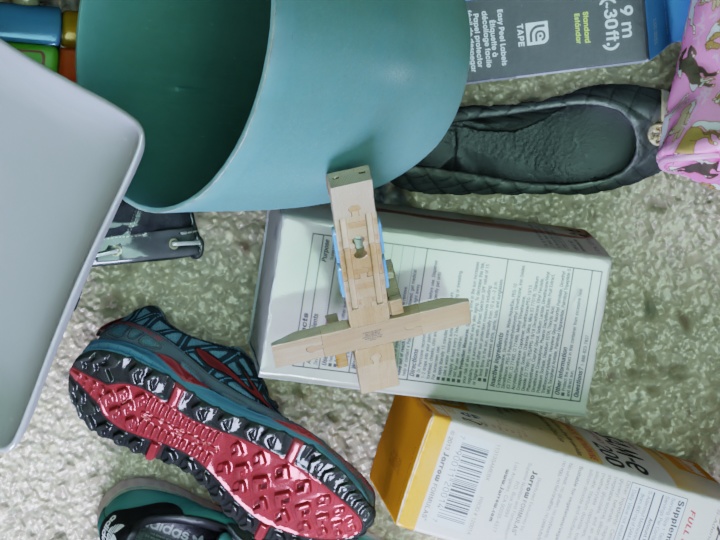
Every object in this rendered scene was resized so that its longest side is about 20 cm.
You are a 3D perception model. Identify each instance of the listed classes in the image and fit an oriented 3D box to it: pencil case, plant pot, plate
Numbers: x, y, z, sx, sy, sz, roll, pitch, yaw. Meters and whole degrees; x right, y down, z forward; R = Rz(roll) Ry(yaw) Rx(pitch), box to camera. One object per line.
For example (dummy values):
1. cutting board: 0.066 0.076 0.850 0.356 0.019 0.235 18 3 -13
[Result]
1. pencil case: 0.230 -0.146 1.714 0.086 0.083 0.201 6 78 32
2. plant pot: -0.038 -0.126 1.609 0.161 0.200 0.201 4 101 -36
3. plate: -0.214 -0.029 1.634 0.032 0.200 0.200 6 111 -53

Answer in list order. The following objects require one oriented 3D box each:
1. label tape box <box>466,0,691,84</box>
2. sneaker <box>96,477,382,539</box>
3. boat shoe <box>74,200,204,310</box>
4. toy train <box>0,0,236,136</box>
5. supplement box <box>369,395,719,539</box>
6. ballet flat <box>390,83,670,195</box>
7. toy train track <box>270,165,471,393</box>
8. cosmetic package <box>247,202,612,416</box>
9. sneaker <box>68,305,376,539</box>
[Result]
1. label tape box: 0.125 -0.193 1.728 0.199 0.066 0.144 -7 101 -5
2. sneaker: -0.063 0.182 1.763 0.199 0.080 0.072 14 103 -10
3. boat shoe: -0.191 -0.003 1.721 0.200 0.072 0.068 -21 98 -4
4. toy train: -0.124 -0.128 1.709 0.199 0.085 0.116 3 86 -8
5. supplement box: 0.116 0.133 1.756 0.199 0.126 0.074 17 96 -10
6. ballet flat: 0.109 -0.072 1.753 0.199 0.057 0.067 -7 102 -6
7. toy train track: 0.000 0.000 1.627 0.114 0.033 0.200 -13 145 -3
8. cosmetic package: 0.039 0.018 1.745 0.199 0.087 0.104 9 101 -9
9. sneaker: -0.069 0.084 1.736 0.200 0.096 0.079 33 127 -2
